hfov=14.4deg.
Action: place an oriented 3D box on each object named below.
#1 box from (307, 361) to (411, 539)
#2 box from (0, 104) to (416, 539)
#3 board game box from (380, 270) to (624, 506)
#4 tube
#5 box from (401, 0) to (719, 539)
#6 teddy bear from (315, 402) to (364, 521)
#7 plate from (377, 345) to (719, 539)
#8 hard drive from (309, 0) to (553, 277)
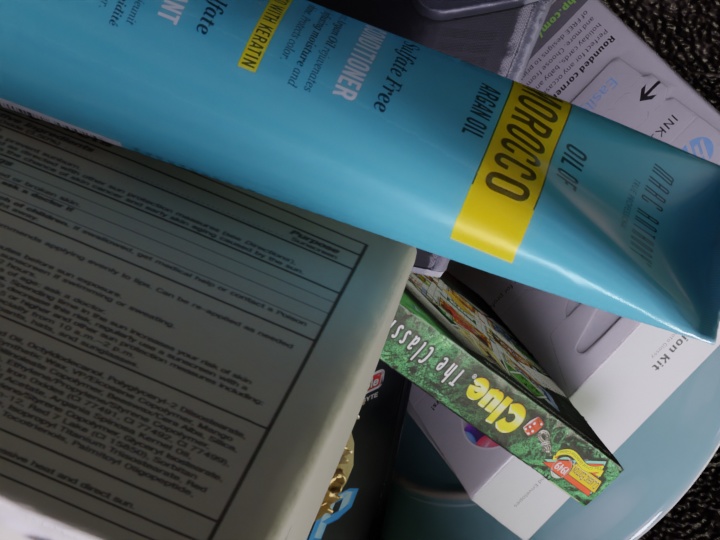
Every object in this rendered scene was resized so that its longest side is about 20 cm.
[{"bbox_3d":[-0.076,0.101,0.991,0.199,0.046,0.160,-23,140,-35],"label":"box"},{"bbox_3d":[-0.077,0.050,0.644,0.200,0.127,0.109,-61,172,-67],"label":"box"},{"bbox_3d":[0.000,0.000,0.909,0.023,0.200,0.105,-45,-138,10],"label":"board game box"},{"bbox_3d":[-0.005,-0.036,0.681,0.078,0.199,0.051,-67,176,-50],"label":"tube"},{"bbox_3d":[0.059,-0.020,1.052,0.156,0.041,0.200,-46,-140,6],"label":"box"},{"bbox_3d":[-0.082,0.056,0.857,0.199,0.067,0.145,2,129,-40],"label":"teddy bear"},{"bbox_3d":[0.059,0.029,1.066,0.026,0.199,0.201,40,63,-40],"label":"plate"},{"bbox_3d":[-0.014,-0.109,0.860,0.201,0.042,0.135,63,-31,33],"label":"hard drive"}]
